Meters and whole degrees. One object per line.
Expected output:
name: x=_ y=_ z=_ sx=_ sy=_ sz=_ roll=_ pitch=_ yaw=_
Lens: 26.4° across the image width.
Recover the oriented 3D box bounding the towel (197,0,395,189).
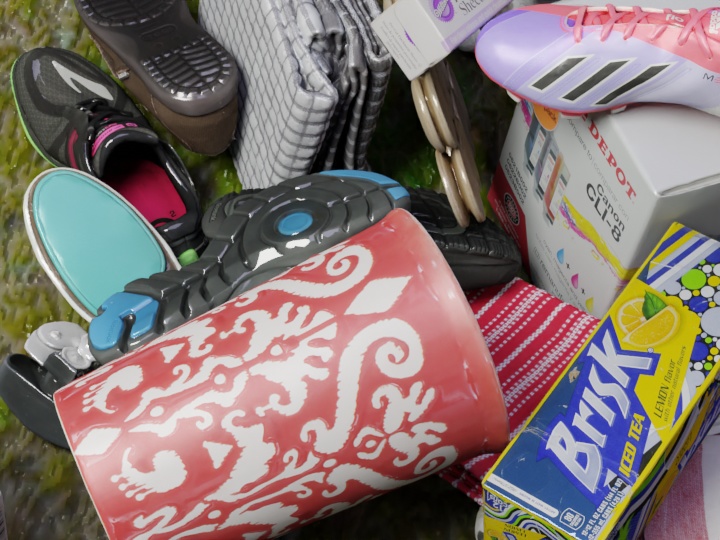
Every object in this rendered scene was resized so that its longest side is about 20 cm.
towel: x=-0.040 y=-0.147 z=0.982 sx=0.085 sy=0.166 sz=0.202 roll=-10 pitch=60 yaw=-19

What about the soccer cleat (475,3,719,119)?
soccer cleat: x=0.161 y=-0.116 z=0.807 sx=0.198 sy=0.077 sz=0.067 roll=11 pitch=60 yaw=2

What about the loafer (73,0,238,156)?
loafer: x=-0.137 y=-0.138 z=1.015 sx=0.072 sy=0.072 sz=0.200 roll=-19 pitch=42 yaw=-15

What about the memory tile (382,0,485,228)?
memory tile: x=0.043 y=-0.125 z=0.958 sx=0.017 sy=0.154 sz=0.200 roll=-19 pitch=24 yaw=9

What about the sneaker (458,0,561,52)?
sneaker: x=0.141 y=-0.180 z=1.028 sx=0.113 sy=0.200 sz=0.076 roll=-8 pitch=103 yaw=-20

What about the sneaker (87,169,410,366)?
sneaker: x=-0.055 y=0.014 z=0.860 sx=0.199 sy=0.082 sz=0.073 roll=-31 pitch=36 yaw=-13

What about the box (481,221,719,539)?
box: x=0.143 y=0.071 z=0.796 sx=0.070 sy=0.065 sz=0.200 roll=27 pitch=57 yaw=25

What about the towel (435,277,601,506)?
towel: x=0.085 y=0.066 z=0.895 sx=0.144 sy=0.023 sz=0.199 roll=-38 pitch=41 yaw=-22

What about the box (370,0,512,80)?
box: x=0.080 y=-0.174 z=0.879 sx=0.042 sy=0.039 sz=0.200 roll=53 pitch=48 yaw=-6

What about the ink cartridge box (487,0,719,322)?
ink cartridge box: x=0.184 y=-0.065 z=0.939 sx=0.143 sy=0.201 sz=0.146 roll=-17 pitch=62 yaw=-17

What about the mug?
mug: x=-0.037 y=0.087 z=0.782 sx=0.198 sy=0.179 sz=0.134 roll=-24 pitch=37 yaw=-10

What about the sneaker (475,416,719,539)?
sneaker: x=0.151 y=0.121 z=0.905 sx=0.198 sy=0.076 sz=0.081 roll=-14 pitch=50 yaw=-21

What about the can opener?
can opener: x=-0.122 y=0.103 z=0.890 sx=0.199 sy=0.067 sz=0.053 roll=38 pitch=26 yaw=12

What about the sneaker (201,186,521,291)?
sneaker: x=0.000 y=0.000 z=0.944 sx=0.198 sy=0.092 sz=0.076 roll=2 pitch=28 yaw=-7

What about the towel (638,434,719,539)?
towel: x=0.242 y=0.129 z=0.794 sx=0.198 sy=0.023 sz=0.145 roll=-2 pitch=31 yaw=8

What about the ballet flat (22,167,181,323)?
ballet flat: x=-0.124 y=0.023 z=0.911 sx=0.200 sy=0.069 sz=0.070 roll=42 pitch=61 yaw=1

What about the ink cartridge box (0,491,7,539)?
ink cartridge box: x=-0.257 y=0.105 z=0.781 sx=0.199 sy=0.197 sz=0.043 roll=39 pitch=60 yaw=15

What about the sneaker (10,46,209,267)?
sneaker: x=-0.152 y=-0.078 z=0.971 sx=0.076 sy=0.084 sz=0.200 roll=-32 pitch=68 yaw=-24
